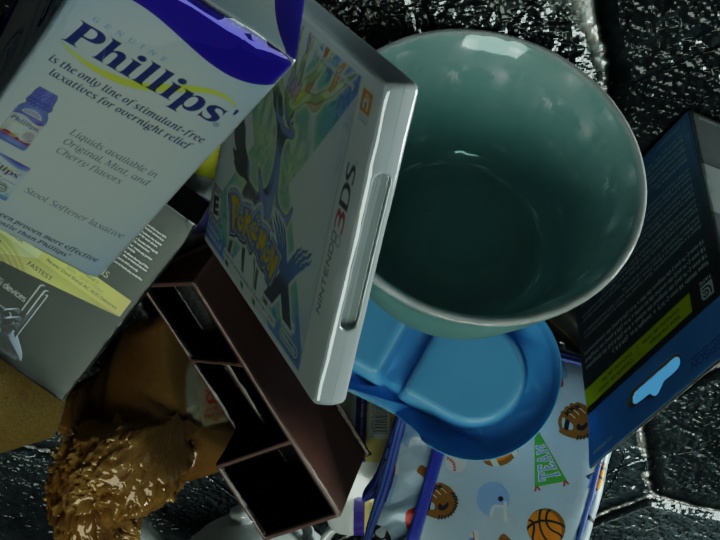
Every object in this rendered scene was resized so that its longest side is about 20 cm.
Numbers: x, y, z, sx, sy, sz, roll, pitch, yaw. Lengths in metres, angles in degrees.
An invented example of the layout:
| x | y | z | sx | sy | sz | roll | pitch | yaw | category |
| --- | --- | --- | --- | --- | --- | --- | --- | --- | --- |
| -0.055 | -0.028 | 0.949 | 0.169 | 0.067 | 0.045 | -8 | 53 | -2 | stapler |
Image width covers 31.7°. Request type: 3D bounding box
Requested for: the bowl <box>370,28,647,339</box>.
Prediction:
| x | y | z | sx | sy | sz | roll | pitch | yaw | category |
| --- | --- | --- | --- | --- | --- | --- | --- | --- | --- |
| 0.065 | -0.038 | 0.784 | 0.200 | 0.201 | 0.105 | 6 | 154 | -3 | bowl |

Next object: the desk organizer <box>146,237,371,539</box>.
| x | y | z | sx | sy | sz | roll | pitch | yaw | category |
| --- | --- | --- | --- | --- | --- | --- | --- | --- | --- |
| -0.077 | 0.080 | 0.873 | 0.072 | 0.077 | 0.200 | -22 | 109 | 24 | desk organizer |

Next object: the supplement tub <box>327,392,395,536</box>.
| x | y | z | sx | sy | sz | roll | pitch | yaw | category |
| --- | --- | --- | --- | --- | --- | --- | --- | --- | --- |
| 0.075 | 0.140 | 1.003 | 0.200 | 0.146 | 0.146 | 2 | 138 | 1 | supplement tub |

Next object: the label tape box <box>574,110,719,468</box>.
| x | y | z | sx | sy | sz | roll | pitch | yaw | category |
| --- | --- | --- | --- | --- | --- | --- | --- | --- | --- |
| 0.204 | 0.019 | 0.817 | 0.063 | 0.200 | 0.144 | 20 | 136 | -18 | label tape box |

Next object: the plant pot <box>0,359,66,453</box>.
| x | y | z | sx | sy | sz | roll | pitch | yaw | category |
| --- | --- | --- | --- | --- | --- | --- | --- | --- | --- |
| -0.312 | 0.067 | 0.887 | 0.200 | 0.187 | 0.186 | 8 | 140 | -25 | plant pot |

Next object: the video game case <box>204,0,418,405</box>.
| x | y | z | sx | sy | sz | roll | pitch | yaw | category |
| --- | --- | --- | --- | --- | --- | --- | --- | --- | --- |
| -0.037 | -0.054 | 0.715 | 0.022 | 0.200 | 0.183 | 0 | 117 | -26 | video game case |

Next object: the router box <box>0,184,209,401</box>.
| x | y | z | sx | sy | sz | roll | pitch | yaw | category |
| --- | --- | --- | --- | --- | --- | --- | --- | --- | --- |
| -0.223 | -0.037 | 0.810 | 0.200 | 0.052 | 0.157 | 37 | 108 | -10 | router box |

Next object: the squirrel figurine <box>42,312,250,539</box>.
| x | y | z | sx | sy | sz | roll | pitch | yaw | category |
| --- | --- | --- | --- | --- | --- | --- | --- | --- | --- |
| -0.181 | 0.120 | 0.958 | 0.186 | 0.200 | 0.142 | -16 | 121 | 40 | squirrel figurine |

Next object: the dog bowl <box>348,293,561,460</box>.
| x | y | z | sx | sy | sz | roll | pitch | yaw | category |
| --- | --- | --- | --- | --- | --- | --- | --- | --- | --- |
| 0.037 | 0.048 | 0.845 | 0.200 | 0.112 | 0.050 | 29 | 175 | 9 | dog bowl |

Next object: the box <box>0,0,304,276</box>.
| x | y | z | sx | sy | sz | roll | pitch | yaw | category |
| --- | --- | --- | --- | --- | --- | --- | --- | --- | --- |
| -0.121 | -0.132 | 0.680 | 0.105 | 0.184 | 0.200 | 29 | 132 | -24 | box |

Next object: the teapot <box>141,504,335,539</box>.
| x | y | z | sx | sy | sz | roll | pitch | yaw | category |
| --- | --- | --- | --- | --- | --- | --- | --- | --- | --- |
| -0.094 | 0.287 | 1.180 | 0.200 | 0.197 | 0.146 | -11 | 104 | -27 | teapot |

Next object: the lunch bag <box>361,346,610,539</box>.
| x | y | z | sx | sy | sz | roll | pitch | yaw | category |
| --- | --- | --- | --- | --- | --- | --- | --- | --- | --- |
| 0.087 | 0.143 | 0.891 | 0.160 | 0.200 | 0.076 | 17 | 177 | 8 | lunch bag |

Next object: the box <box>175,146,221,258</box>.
| x | y | z | sx | sy | sz | roll | pitch | yaw | category |
| --- | --- | --- | --- | --- | --- | --- | --- | --- | --- |
| -0.124 | -0.052 | 0.872 | 0.200 | 0.048 | 0.117 | -6 | 138 | 13 | box |

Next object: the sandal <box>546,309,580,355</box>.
| x | y | z | sx | sy | sz | roll | pitch | yaw | category |
| --- | --- | --- | --- | --- | --- | --- | --- | --- | --- |
| 0.182 | 0.038 | 0.943 | 0.055 | 0.082 | 0.200 | -29 | 122 | 22 | sandal |
